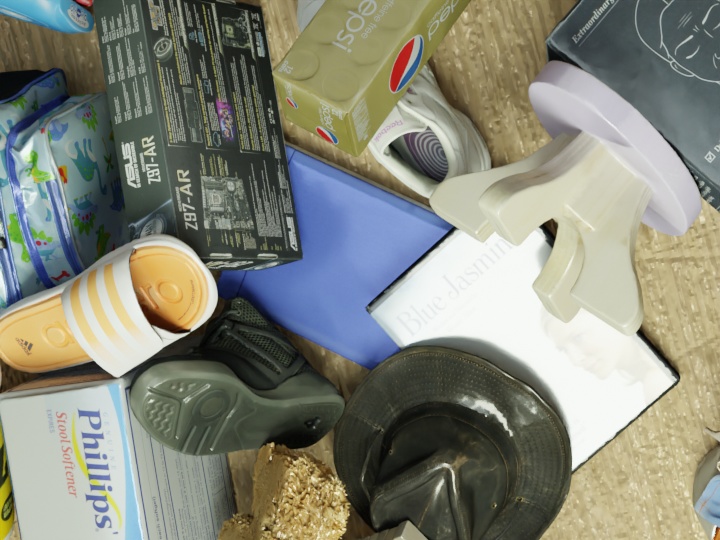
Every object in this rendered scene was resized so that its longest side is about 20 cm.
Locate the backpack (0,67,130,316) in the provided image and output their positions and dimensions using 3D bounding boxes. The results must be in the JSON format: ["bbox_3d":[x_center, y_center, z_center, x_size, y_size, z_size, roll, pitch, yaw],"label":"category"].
[{"bbox_3d":[-0.257,-0.042,1.433,0.146,0.183,0.201,-1,107,13],"label":"backpack"}]

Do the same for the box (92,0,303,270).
[{"bbox_3d":[-0.116,-0.101,1.378,0.043,0.160,0.201,-13,84,30],"label":"box"}]

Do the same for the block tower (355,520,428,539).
[{"bbox_3d":[-0.025,0.250,1.429,0.200,0.058,0.054,-27,116,39],"label":"block tower"}]

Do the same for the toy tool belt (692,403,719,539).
[{"bbox_3d":[0.306,0.129,1.334,0.124,0.123,0.201,26,103,10],"label":"toy tool belt"}]

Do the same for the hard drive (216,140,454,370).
[{"bbox_3d":[0.000,0.000,1.449,0.199,0.025,0.133,25,103,11],"label":"hard drive"}]

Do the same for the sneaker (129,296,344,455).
[{"bbox_3d":[-0.110,0.075,1.392,0.114,0.199,0.076,47,116,32],"label":"sneaker"}]

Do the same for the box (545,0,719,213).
[{"bbox_3d":[0.249,-0.143,1.306,0.200,0.107,0.149,42,92,6],"label":"box"}]

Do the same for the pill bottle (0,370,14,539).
[{"bbox_3d":[-0.315,0.154,1.396,0.114,0.114,0.201,11,123,13],"label":"pill bottle"}]

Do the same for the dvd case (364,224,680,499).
[{"bbox_3d":[0.121,0.054,1.408,0.143,0.018,0.200,-42,95,13],"label":"dvd case"}]

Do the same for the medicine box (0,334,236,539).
[{"bbox_3d":[-0.177,0.158,1.427,0.102,0.200,0.183,-7,96,16],"label":"medicine box"}]

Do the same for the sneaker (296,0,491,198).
[{"bbox_3d":[0.022,-0.134,1.387,0.075,0.100,0.200,-41,85,18],"label":"sneaker"}]

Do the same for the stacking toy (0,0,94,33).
[{"bbox_3d":[-0.236,-0.291,1.446,0.109,0.116,0.201,17,88,12],"label":"stacking toy"}]

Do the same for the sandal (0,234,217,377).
[{"bbox_3d":[-0.186,0.043,1.315,0.206,0.059,0.079,-23,115,33],"label":"sandal"}]

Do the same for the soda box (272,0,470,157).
[{"bbox_3d":[0.021,-0.184,1.345,0.068,0.064,0.200,29,70,19],"label":"soda box"}]

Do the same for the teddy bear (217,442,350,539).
[{"bbox_3d":[-0.060,0.230,1.382,0.066,0.145,0.201,15,78,-28],"label":"teddy bear"}]

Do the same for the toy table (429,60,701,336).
[{"bbox_3d":[0.149,-0.045,1.301,0.117,0.200,0.184,-51,46,-6],"label":"toy table"}]

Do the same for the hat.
[{"bbox_3d":[0.056,0.159,1.402,0.199,0.081,0.202,10,118,19],"label":"hat"}]
